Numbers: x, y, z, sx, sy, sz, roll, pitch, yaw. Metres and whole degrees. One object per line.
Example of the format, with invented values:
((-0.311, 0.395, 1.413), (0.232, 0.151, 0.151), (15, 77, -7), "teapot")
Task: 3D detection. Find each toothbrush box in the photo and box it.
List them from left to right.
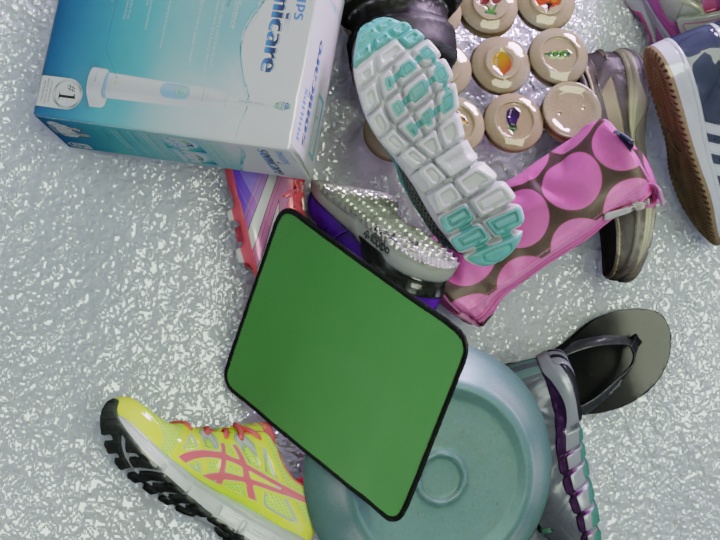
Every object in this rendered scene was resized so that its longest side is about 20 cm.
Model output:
((-0.124, -0.159, 1.381), (0.198, 0.085, 0.148), (7, 79, 13), "toothbrush box")

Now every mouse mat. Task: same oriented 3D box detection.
((-0.015, 0.067, 1.359), (0.008, 0.200, 0.162), (-10, 128, -50), "mouse mat")

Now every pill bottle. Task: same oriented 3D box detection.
((0.024, -0.254, 1.461), (0.111, 0.112, 0.202), (0, 72, -20), "pill bottle")

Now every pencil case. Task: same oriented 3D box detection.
((0.141, -0.034, 1.468), (0.199, 0.091, 0.094), (-36, 56, 7), "pencil case")

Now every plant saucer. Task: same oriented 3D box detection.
((0.057, 0.154, 1.407), (0.198, 0.036, 0.202), (-1, 94, -14), "plant saucer")

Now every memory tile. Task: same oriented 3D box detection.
((0.090, -0.166, 1.510), (0.198, 0.017, 0.155), (-6, 74, -11), "memory tile")

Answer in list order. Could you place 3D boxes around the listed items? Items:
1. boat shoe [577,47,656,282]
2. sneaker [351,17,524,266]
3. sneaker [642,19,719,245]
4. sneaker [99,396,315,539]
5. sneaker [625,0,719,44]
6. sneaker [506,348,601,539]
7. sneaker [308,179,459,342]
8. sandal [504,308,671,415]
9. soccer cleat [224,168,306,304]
((0.199, -0.088, 1.550), (0.073, 0.075, 0.202), (1, 74, -10), "boat shoe")
((0.044, -0.092, 1.398), (0.077, 0.091, 0.201), (-28, 96, -14), "sneaker")
((0.309, -0.120, 1.545), (0.108, 0.070, 0.201), (-27, 124, -9), "sneaker")
((-0.108, 0.144, 1.403), (0.200, 0.078, 0.091), (38, 70, -23), "sneaker")
((0.288, -0.205, 1.581), (0.081, 0.088, 0.201), (-32, 95, -21), "sneaker")
((0.139, 0.163, 1.490), (0.087, 0.074, 0.202), (-11, 103, 0), "sneaker")
((0.000, 0.000, 1.411), (0.069, 0.200, 0.100), (10, 108, -26), "sneaker")
((0.177, 0.089, 1.527), (0.199, 0.043, 0.077), (-22, 91, -21), "sandal")
((-0.068, -0.059, 1.440), (0.076, 0.067, 0.202), (-17, 84, 1), "soccer cleat")
